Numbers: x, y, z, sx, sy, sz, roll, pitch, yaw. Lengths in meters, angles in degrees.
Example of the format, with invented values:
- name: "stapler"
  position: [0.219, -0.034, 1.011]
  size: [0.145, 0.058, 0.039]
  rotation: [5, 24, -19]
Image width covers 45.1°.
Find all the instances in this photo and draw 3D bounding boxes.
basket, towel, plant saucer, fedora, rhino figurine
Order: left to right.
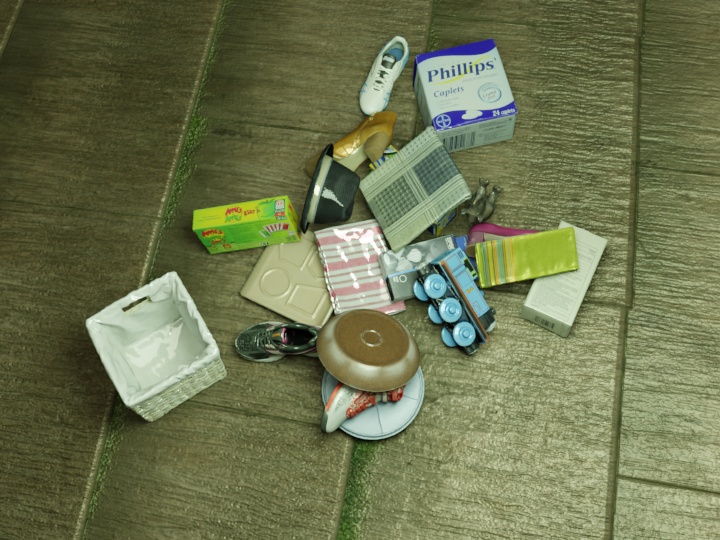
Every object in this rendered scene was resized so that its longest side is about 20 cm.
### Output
- name: "basket"
  position: [-0.379, 0.151, 1.654]
  size: [0.197, 0.161, 0.201]
  rotation: [-30, 68, -9]
- name: "fedora"
  position: [-0.053, -0.155, 1.742]
  size: [0.090, 0.201, 0.203]
  rotation: [16, 68, 0]
- name: "towel"
  position: [0.000, 0.000, 1.730]
  size: [0.144, 0.030, 0.203]
  rotation: [-13, 79, -18]
- name: "plant saucer"
  position: [0.018, 0.135, 1.606]
  size: [0.197, 0.037, 0.202]
  rotation: [7, 42, -6]
- name: "towel"
  position: [0.106, -0.159, 1.724]
  size: [0.199, 0.034, 0.194]
  rotation: [-36, 59, 15]
- name: "rhino figurine"
  position: [0.239, -0.134, 1.725]
  size: [0.059, 0.200, 0.088]
  rotation: [29, 102, 9]
- name: "towel"
  position: [0.317, -0.025, 1.646]
  size: [0.197, 0.018, 0.087]
  rotation: [-10, 99, -7]

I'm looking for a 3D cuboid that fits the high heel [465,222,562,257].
- name: "high heel"
  position: [0.308, -0.073, 1.729]
  size: [0.197, 0.068, 0.097]
  rotation: [2, 40, 23]

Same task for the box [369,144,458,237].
- name: "box"
  position: [0.110, -0.166, 1.811]
  size: [0.070, 0.064, 0.200]
  rotation: [-43, 70, -13]

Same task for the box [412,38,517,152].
- name: "box"
  position: [0.221, -0.373, 1.871]
  size: [0.181, 0.105, 0.202]
  rotation: [-12, 66, -3]

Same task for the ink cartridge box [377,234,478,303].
- name: "ink cartridge box"
  position: [0.142, -0.009, 1.730]
  size: [0.197, 0.039, 0.101]
  rotation: [-15, 78, -14]

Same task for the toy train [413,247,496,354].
- name: "toy train"
  position: [0.187, 0.059, 1.668]
  size: [0.114, 0.087, 0.201]
  rotation: [-34, 95, -17]

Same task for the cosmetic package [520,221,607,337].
- name: "cosmetic package"
  position: [0.401, 0.016, 1.712]
  size: [0.104, 0.071, 0.201]
  rotation: [25, 71, 14]

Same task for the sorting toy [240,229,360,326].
- name: "sorting toy"
  position: [-0.121, 0.011, 1.770]
  size: [0.198, 0.037, 0.187]
  rotation: [22, 70, 17]

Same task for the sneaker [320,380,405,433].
- name: "sneaker"
  position: [0.014, 0.231, 1.612]
  size: [0.107, 0.067, 0.203]
  rotation: [26, 68, 17]

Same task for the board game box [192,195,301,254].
- name: "board game box"
  position: [-0.229, -0.091, 1.761]
  size: [0.197, 0.102, 0.048]
  rotation: [-8, 59, 10]

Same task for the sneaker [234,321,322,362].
- name: "sneaker"
  position: [-0.154, 0.128, 1.673]
  size: [0.197, 0.086, 0.082]
  rotation: [-9, 74, 14]

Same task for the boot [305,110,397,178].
- name: "boot"
  position: [-0.016, -0.270, 1.865]
  size: [0.199, 0.071, 0.145]
  rotation: [-15, 35, 28]

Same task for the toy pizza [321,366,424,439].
- name: "toy pizza"
  position: [0.024, 0.226, 1.668]
  size: [0.197, 0.032, 0.203]
  rotation: [-2, 66, 4]

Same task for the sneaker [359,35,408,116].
- name: "sneaker"
  position: [0.049, -0.434, 1.926]
  size: [0.071, 0.073, 0.202]
  rotation: [20, 71, 10]
